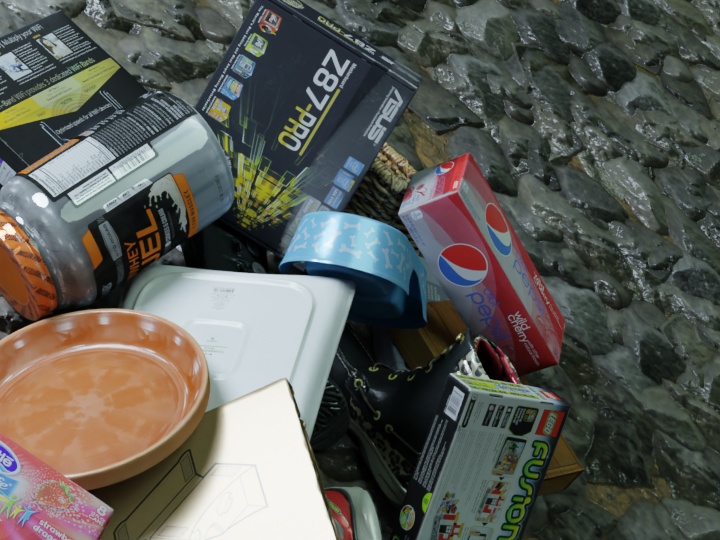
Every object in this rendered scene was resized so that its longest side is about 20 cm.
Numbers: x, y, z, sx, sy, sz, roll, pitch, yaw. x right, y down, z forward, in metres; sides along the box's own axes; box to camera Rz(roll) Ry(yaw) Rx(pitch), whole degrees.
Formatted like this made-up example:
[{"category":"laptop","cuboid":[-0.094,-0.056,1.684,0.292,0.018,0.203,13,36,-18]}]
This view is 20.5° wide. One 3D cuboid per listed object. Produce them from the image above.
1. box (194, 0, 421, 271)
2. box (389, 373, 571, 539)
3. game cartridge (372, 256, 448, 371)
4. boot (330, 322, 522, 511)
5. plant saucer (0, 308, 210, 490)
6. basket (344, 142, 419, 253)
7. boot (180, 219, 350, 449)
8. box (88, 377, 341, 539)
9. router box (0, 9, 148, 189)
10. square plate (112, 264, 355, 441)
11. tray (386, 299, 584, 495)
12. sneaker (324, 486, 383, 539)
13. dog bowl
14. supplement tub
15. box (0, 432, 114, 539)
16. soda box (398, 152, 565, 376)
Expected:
[{"category":"box","cuboid":[-0.064,-0.124,1.737,0.161,0.201,0.049,31,19,-5]},{"category":"box","cuboid":[0.090,0.189,1.632,0.109,0.201,0.035,11,15,-34]},{"category":"game cartridge","cuboid":[0.074,0.073,1.878,0.133,0.040,0.201,26,37,-23]},{"category":"boot","cuboid":[0.051,0.092,1.726,0.073,0.154,0.204,8,44,-50]},{"category":"plant saucer","cuboid":[-0.212,0.101,1.516,0.198,0.033,0.201,-5,37,4]},{"category":"basket","cuboid":[-0.010,-0.106,1.869,0.200,0.150,0.142,44,42,22]},{"category":"boot","cuboid":[-0.086,0.046,1.744,0.165,0.065,0.200,46,12,-34]},{"category":"box","cuboid":[-0.122,0.185,1.468,0.021,0.199,0.164,62,6,-52]},{"category":"router box","cuboid":[-0.280,-0.139,1.778,0.157,0.052,0.200,43,36,7]},{"category":"square plate","cuboid":[-0.120,0.069,1.588,0.198,0.029,0.199,4,50,15]},{"category":"tray","cuboid":[0.113,0.115,1.807,0.098,0.037,0.201,-6,56,-44]},{"category":"sneaker","cuboid":[-0.018,0.264,1.576,0.084,0.077,0.201,-3,49,-18]},{"category":"dog bowl","cuboid":[0.000,0.000,1.700,0.111,0.200,0.050,9,77,15]},{"category":"supplement tub","cuboid":[-0.213,-0.051,1.636,0.199,0.123,0.123,-35,75,-24]},{"category":"box","cuboid":[-0.289,0.169,1.398,0.199,0.095,0.103,35,35,-5]},{"category":"soda box","cuboid":[0.111,-0.001,1.773,0.201,0.063,0.070,58,28,-25]}]
